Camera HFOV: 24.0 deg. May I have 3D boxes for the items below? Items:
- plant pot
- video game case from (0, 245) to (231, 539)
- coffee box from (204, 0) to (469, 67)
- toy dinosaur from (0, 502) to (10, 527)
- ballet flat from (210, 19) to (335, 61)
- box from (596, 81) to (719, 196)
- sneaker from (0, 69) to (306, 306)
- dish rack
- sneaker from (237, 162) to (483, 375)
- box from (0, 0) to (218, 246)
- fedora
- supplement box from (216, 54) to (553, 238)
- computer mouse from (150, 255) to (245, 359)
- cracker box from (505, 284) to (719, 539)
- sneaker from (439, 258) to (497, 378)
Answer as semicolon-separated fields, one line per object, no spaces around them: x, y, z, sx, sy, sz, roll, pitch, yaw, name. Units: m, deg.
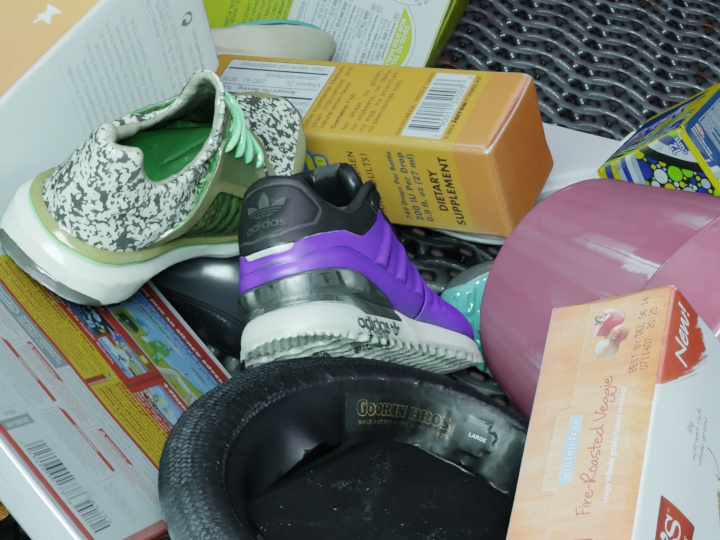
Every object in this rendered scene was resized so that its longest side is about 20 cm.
0.158;0.044;0.822;0.198;0.202;0.179;-1;21;-34;plant pot
-0.110;0.047;0.698;0.143;0.017;0.200;49;17;10;video game case
-0.001;-0.264;1.184;0.196;0.201;0.200;23;30;2;coffee box
-0.180;0.076;0.664;0.135;0.102;0.200;41;14;4;toy dinosaur
-0.096;-0.116;1.035;0.198;0.070;0.070;-2;37;-32;ballet flat
0.220;0.001;0.925;0.064;0.070;0.201;-40;98;-38;box
-0.071;-0.052;0.759;0.077;0.089;0.200;44;34;6;sneaker
0.087;-0.064;1.021;0.199;0.044;0.171;-13;24;-43;dish rack
0.000;0.000;0.798;0.200;0.069;0.101;24;52;-66;sneaker
-0.190;-0.095;0.789;0.152;0.107;0.200;31;67;22;box
0.005;0.121;0.676;0.198;0.092;0.201;16;30;-9;fedora
-0.001;-0.070;0.921;0.198;0.067;0.069;9;49;30;supplement box
-0.090;-0.021;0.839;0.198;0.053;0.140;25;66;-7;computer mouse
0.133;0.119;0.647;0.200;0.057;0.135;44;48;-36;cracker box
0.111;0.015;0.955;0.198;0.078;0.091;-1;20;-39;sneaker
